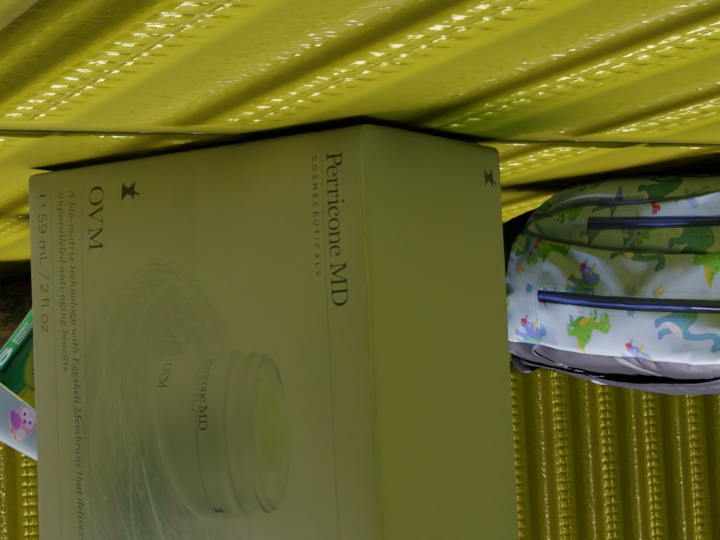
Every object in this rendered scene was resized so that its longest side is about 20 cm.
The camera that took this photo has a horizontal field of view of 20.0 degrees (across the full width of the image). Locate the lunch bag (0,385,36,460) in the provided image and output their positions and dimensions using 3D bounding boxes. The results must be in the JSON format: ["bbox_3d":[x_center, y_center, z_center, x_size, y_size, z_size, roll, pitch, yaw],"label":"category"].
[{"bbox_3d":[-0.193,0.084,1.558,0.170,0.123,0.199,20,-169,40],"label":"lunch bag"}]

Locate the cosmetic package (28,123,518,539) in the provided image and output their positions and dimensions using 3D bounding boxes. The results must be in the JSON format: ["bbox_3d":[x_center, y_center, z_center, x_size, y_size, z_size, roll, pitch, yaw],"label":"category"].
[{"bbox_3d":[-0.042,0.047,0.949,0.199,0.201,0.123,-6,174,32],"label":"cosmetic package"}]

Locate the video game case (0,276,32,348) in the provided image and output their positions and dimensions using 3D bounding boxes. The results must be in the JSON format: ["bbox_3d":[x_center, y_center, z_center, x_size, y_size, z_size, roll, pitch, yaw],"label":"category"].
[{"bbox_3d":[-0.183,0.035,1.446,0.198,0.018,0.143,-3,-158,-8],"label":"video game case"}]

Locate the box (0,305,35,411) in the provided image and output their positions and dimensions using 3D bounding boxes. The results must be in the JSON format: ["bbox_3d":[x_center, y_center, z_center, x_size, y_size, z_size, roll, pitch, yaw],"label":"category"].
[{"bbox_3d":[-0.140,0.047,1.214,0.048,0.118,0.200,34,175,25],"label":"box"}]

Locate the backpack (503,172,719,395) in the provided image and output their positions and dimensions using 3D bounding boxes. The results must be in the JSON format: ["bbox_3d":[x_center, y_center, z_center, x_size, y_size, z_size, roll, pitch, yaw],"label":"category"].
[{"bbox_3d":[0.183,0.008,1.101,0.162,0.155,0.200,7,-169,-37],"label":"backpack"}]
